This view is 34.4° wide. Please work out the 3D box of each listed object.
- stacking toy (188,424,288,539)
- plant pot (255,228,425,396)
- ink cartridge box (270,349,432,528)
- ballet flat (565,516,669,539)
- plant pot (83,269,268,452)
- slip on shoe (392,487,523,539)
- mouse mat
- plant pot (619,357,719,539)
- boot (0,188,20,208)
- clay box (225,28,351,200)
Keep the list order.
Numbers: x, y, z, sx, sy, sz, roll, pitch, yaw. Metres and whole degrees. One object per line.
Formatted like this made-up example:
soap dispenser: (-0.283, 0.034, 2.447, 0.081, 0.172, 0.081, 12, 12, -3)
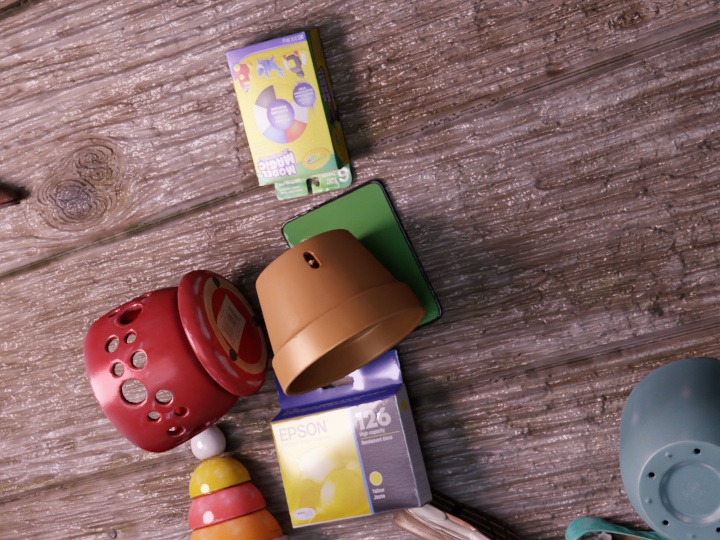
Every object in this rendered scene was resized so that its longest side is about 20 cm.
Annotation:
stacking toy: (-0.191, 0.311, 1.621, 0.145, 0.146, 0.202, -20, 79, 24)
plant pot: (-0.039, 0.044, 1.436, 0.200, 0.200, 0.141, -38, 75, 25)
ink cartridge box: (-0.021, 0.223, 1.528, 0.196, 0.047, 0.202, -16, 88, 27)
ballet flat: (0.351, 0.359, 1.448, 0.198, 0.070, 0.068, 9, 108, 17)
plant pot: (-0.229, 0.114, 1.521, 0.181, 0.200, 0.202, -27, 95, 18)
slip on shoe: (0.131, 0.347, 1.520, 0.199, 0.076, 0.061, 25, 104, 15)
mouse mat: (0.000, 0.000, 1.506, 0.160, 0.008, 0.201, -23, 98, 24)
plant pot: (0.391, 0.224, 1.345, 0.199, 0.161, 0.203, 6, 108, 18)
boot: (-0.565, -0.185, 1.632, 0.185, 0.064, 0.202, 4, 102, 16)
clay box: (-0.087, -0.190, 1.460, 0.114, 0.048, 0.202, -10, 101, 23)
